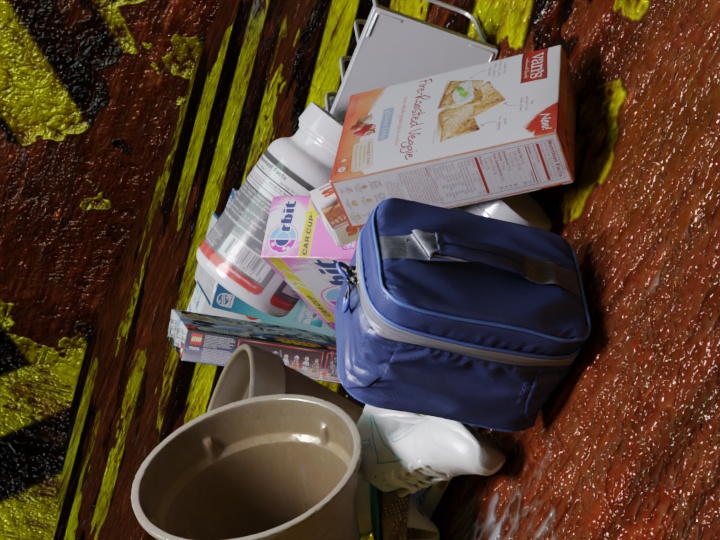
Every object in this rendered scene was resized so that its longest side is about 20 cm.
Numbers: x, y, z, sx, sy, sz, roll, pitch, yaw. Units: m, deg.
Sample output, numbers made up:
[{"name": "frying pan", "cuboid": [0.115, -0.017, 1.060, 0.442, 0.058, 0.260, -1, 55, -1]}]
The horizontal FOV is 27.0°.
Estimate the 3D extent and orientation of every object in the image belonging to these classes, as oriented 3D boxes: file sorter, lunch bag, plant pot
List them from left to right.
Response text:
[{"name": "plant pot", "cuboid": [-0.076, 0.241, 1.305, 0.201, 0.200, 0.184, -106, 1, -61]}, {"name": "plant pot", "cuboid": [-0.064, 0.191, 1.526, 0.200, 0.173, 0.200, -165, 90, -73]}, {"name": "file sorter", "cuboid": [0.038, -0.191, 1.620, 0.125, 0.139, 0.200, -100, 30, -61]}, {"name": "lunch bag", "cuboid": [0.073, 0.026, 1.176, 0.136, 0.200, 0.132, -97, 25, -47]}]

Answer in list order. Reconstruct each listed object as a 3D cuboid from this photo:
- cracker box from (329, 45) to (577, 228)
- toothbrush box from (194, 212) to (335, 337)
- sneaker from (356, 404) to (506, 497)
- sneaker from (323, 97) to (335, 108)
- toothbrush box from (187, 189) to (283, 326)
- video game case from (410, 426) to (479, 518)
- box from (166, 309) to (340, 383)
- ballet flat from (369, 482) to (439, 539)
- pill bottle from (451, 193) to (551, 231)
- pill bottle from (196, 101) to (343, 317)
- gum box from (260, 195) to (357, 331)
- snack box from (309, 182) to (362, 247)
[{"name": "cracker box", "cuboid": [0.082, -0.115, 1.284, 0.134, 0.200, 0.058, -79, -28, -50]}, {"name": "toothbrush box", "cuboid": [-0.074, 0.010, 1.686, 0.146, 0.200, 0.085, -138, 63, -71]}, {"name": "sneaker", "cuboid": [0.053, 0.161, 1.291, 0.080, 0.070, 0.200, -59, 25, -14]}, {"name": "sneaker", "cuboid": [0.009, -0.193, 1.826, 0.200, 0.078, 0.080, 26, 105, 63]}, {"name": "toothbrush box", "cuboid": [-0.126, 0.017, 1.924, 0.085, 0.146, 0.200, -102, 33, -59]}, {"name": "video game case", "cuboid": [0.076, 0.132, 1.398, 0.143, 0.018, 0.200, -101, 31, -57]}, {"name": "box", "cuboid": [-0.119, 0.089, 1.760, 0.137, 0.200, 0.040, -151, 71, -74]}, {"name": "ballet flat", "cuboid": [0.040, 0.256, 1.322, 0.071, 0.065, 0.200, 88, -178, -49]}, {"name": "pill bottle", "cuboid": [0.076, 0.012, 1.318, 0.200, 0.104, 0.104, -51, 24, 21]}, {"name": "pill bottle", "cuboid": [-0.068, -0.062, 1.530, 0.200, 0.116, 0.116, -54, 19, 6]}, {"name": "gum box", "cuboid": [0.000, 0.000, 1.446, 0.200, 0.113, 0.066, 49, -133, -57]}, {"name": "snack box", "cuboid": [0.057, -0.085, 1.337, 0.072, 0.200, 0.024, -122, 10, -54]}]
